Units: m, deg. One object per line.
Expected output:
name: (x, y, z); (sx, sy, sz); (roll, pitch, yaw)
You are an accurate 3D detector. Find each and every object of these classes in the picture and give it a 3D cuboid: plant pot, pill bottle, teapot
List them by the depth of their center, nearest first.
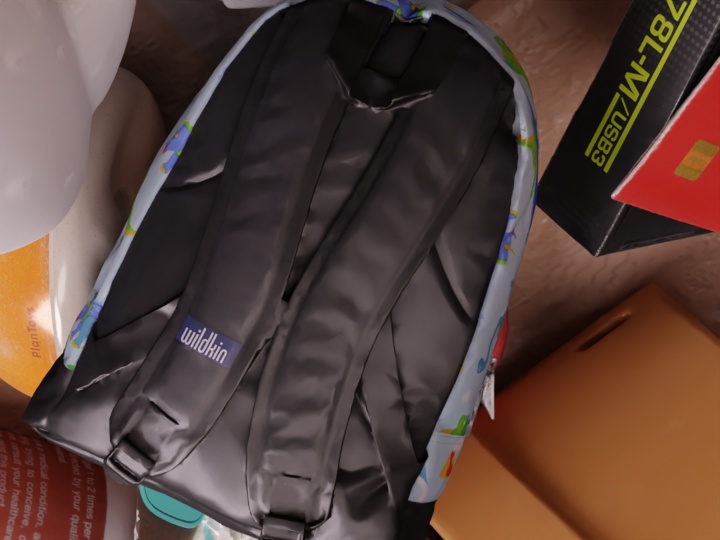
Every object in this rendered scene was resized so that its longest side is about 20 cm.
teapot: (-0.192, -0.090, 1.060); (0.197, 0.200, 0.147); (13, 110, 33)
plant pot: (0.135, 0.102, 1.292); (0.200, 0.200, 0.140); (40, 94, -29)
pill bottle: (-0.163, 0.125, 1.293); (0.199, 0.112, 0.112); (16, 120, -19)

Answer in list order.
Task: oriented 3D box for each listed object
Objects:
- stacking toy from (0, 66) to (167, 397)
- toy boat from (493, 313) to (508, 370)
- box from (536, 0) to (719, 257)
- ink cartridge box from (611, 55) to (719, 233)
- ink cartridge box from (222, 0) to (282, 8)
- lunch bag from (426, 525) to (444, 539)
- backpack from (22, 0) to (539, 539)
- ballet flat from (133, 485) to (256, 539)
stacking toy: (-0.181, -0.013, 1.209); (0.199, 0.146, 0.147); (2, 125, 10)
toy boat: (0.000, 0.000, 1.224); (0.130, 0.131, 0.201); (-9, 125, -4)
box: (0.178, -0.104, 1.174); (0.200, 0.047, 0.194); (-10, 133, -49)
ink cartridge box: (0.204, -0.075, 1.153); (0.177, 0.045, 0.200); (-57, 150, 13)
ink cartridge box: (0.036, -0.187, 1.133); (0.199, 0.084, 0.146); (-5, 125, -6)
lunch bag: (0.007, 0.197, 1.301); (0.139, 0.200, 0.168); (39, 96, -31)
backpack: (-0.012, -0.011, 1.105); (0.163, 0.154, 0.201); (21, 108, 9)
ballet flat: (-0.062, 0.113, 1.244); (0.071, 0.072, 0.201); (10, 100, -16)
